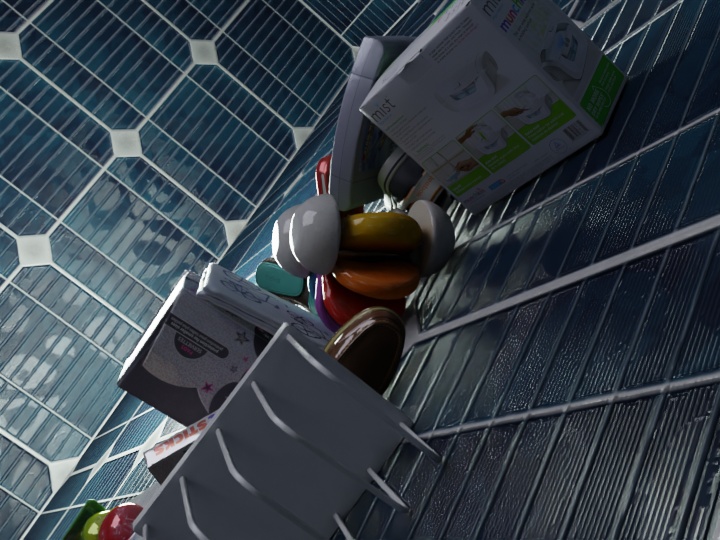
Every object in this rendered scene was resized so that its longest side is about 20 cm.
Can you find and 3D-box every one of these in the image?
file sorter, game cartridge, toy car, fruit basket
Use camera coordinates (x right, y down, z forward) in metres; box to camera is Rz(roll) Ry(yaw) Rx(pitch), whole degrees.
[{"bbox_3d":[-0.053,0.168,0.642,0.201,0.138,0.124,-53,16,-6],"label":"file sorter"},{"bbox_3d":[0.019,-0.172,1.003,0.133,0.041,0.202,-31,-42,-59],"label":"game cartridge"},{"bbox_3d":[0.000,0.000,0.934,0.200,0.173,0.152,173,98,-71],"label":"toy car"},{"bbox_3d":[-0.288,0.329,0.999,0.199,0.094,0.186,-31,18,26],"label":"fruit basket"}]

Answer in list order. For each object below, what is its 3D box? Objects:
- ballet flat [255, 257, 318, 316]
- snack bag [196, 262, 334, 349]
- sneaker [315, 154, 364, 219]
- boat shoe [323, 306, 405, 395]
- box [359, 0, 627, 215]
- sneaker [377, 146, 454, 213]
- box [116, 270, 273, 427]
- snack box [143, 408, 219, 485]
[{"bbox_3d":[-0.056,0.025,1.133,0.199,0.075,0.069,19,99,42],"label":"ballet flat"},{"bbox_3d":[-0.085,0.052,0.936,0.022,0.199,0.189,-62,11,2],"label":"snack bag"},{"bbox_3d":[-0.055,-0.068,1.106,0.115,0.201,0.079,14,47,27],"label":"sneaker"},{"bbox_3d":[-0.019,0.126,0.799,0.201,0.072,0.068,-55,17,14],"label":"boat shoe"},{"bbox_3d":[0.126,-0.176,0.859,0.200,0.176,0.097,-35,19,54],"label":"box"},{"bbox_3d":[0.076,-0.090,1.052,0.079,0.079,0.200,-54,-12,3],"label":"sneaker"},{"bbox_3d":[-0.147,0.112,0.954,0.133,0.199,0.115,-55,14,3],"label":"box"},{"bbox_3d":[-0.109,0.157,0.844,0.199,0.072,0.024,-29,41,-7],"label":"snack box"}]
